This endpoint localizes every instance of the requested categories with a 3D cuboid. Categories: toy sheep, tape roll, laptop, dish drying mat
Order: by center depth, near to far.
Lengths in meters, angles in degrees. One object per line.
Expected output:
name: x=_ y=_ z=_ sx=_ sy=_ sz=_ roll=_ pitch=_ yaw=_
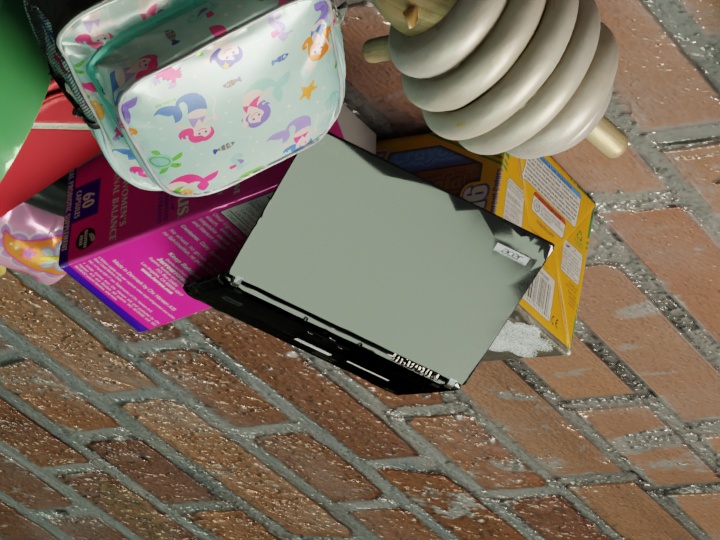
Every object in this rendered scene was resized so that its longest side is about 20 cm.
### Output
toy sheep: x=0.085 y=-0.129 z=1.539 sx=0.200 sy=0.138 sz=0.138 roll=31 pitch=149 yaw=-26
tape roll: x=-0.263 y=-0.111 z=1.638 sx=0.048 sy=0.201 sz=0.200 roll=27 pitch=150 yaw=-30
laptop: x=0.000 y=0.000 z=1.692 sx=0.177 sy=0.104 sz=0.200 roll=26 pitch=169 yaw=-13
dish drying mat: x=-0.256 y=-0.067 z=1.772 sx=0.200 sy=0.018 sz=0.077 roll=-32 pitch=135 yaw=17

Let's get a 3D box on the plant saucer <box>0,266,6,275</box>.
plant saucer: x=-0.403 y=-0.038 z=2.021 sx=0.200 sy=0.049 sz=0.200 roll=29 pitch=149 yaw=-31

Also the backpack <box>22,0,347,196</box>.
backpack: x=-0.095 y=-0.134 z=1.538 sx=0.177 sy=0.151 sz=0.200 roll=-27 pitch=153 yaw=-8

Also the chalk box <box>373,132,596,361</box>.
chalk box: x=0.043 y=-0.013 z=1.796 sx=0.199 sy=0.124 sz=0.125 roll=-5 pitch=150 yaw=34

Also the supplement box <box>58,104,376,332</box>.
supplement box: x=-0.097 y=-0.048 z=1.765 sx=0.199 sy=0.102 sz=0.103 roll=-19 pitch=141 yaw=26

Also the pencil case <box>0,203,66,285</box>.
pencil case: x=-0.288 y=-0.065 z=1.881 sx=0.200 sy=0.088 sz=0.087 roll=29 pitch=149 yaw=-31

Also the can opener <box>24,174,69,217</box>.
can opener: x=-0.277 y=-0.086 z=1.806 sx=0.199 sy=0.064 sz=0.079 roll=17 pitch=128 yaw=-30
